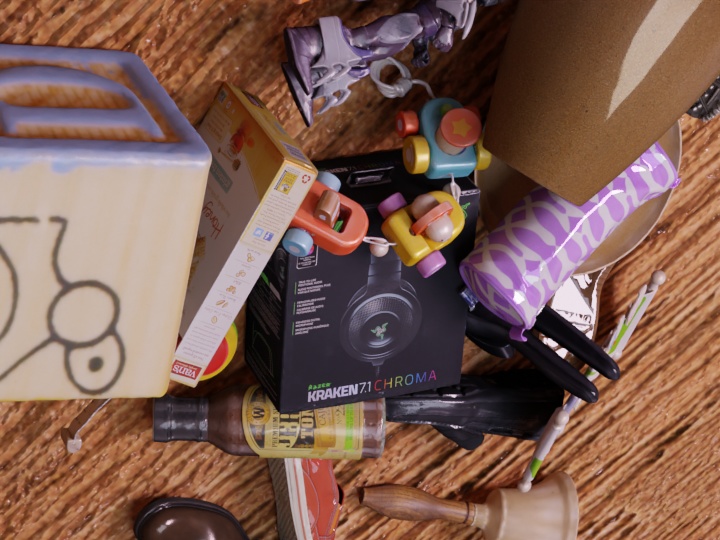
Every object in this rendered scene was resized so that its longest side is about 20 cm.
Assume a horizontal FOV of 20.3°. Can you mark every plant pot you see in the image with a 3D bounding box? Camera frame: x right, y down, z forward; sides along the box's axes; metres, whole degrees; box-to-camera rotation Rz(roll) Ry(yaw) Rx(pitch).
[{"bbox_3d":[0.186,-0.158,1.572,0.185,0.186,0.201,26,97,-35],"label":"plant pot"},{"bbox_3d":[0.180,-0.094,1.705,0.198,0.027,0.202,-8,110,-22],"label":"plant pot"}]

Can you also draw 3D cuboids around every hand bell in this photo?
[{"bbox_3d":[0.094,0.226,1.879,0.198,0.104,0.105,10,114,-18],"label":"hand bell"}]

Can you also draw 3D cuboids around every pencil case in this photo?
[{"bbox_3d":[0.171,-0.036,1.652,0.200,0.084,0.086,-45,106,-8],"label":"pencil case"}]

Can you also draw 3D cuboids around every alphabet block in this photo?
[{"bbox_3d":[-0.238,-0.037,1.477,0.193,0.197,0.202,2,118,-25],"label":"alphabet block"}]

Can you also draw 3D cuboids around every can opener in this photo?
[{"bbox_3d":[0.145,0.050,1.720,0.064,0.199,0.079,-55,137,-7],"label":"can opener"}]

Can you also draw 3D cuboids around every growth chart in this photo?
[{"bbox_3d":[0.207,0.095,1.804,0.200,0.018,0.145,-51,169,-32],"label":"growth chart"}]

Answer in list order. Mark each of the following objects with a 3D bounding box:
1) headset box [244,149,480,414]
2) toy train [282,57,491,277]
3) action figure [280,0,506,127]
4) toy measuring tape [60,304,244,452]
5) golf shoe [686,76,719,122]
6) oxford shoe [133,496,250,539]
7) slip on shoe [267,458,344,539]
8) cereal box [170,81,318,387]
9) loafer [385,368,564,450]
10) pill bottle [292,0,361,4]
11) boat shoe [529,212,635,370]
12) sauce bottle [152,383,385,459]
[{"bbox_3d":[0.000,0.000,1.680,0.172,0.093,0.202,-8,121,-23],"label":"headset box"},{"bbox_3d":[0.026,-0.081,1.585,0.149,0.056,0.201,32,63,-6],"label":"toy train"},{"bbox_3d":[0.036,-0.187,1.571,0.198,0.130,0.070,-25,85,-10],"label":"action figure"},{"bbox_3d":[-0.162,0.083,1.667,0.200,0.074,0.073,-48,127,7],"label":"toy measuring tape"},{"bbox_3d":[0.325,-0.224,1.713,0.097,0.078,0.202,-17,128,-51],"label":"golf shoe"},{"bbox_3d":[-0.120,0.266,1.787,0.073,0.085,0.200,-45,126,7],"label":"oxford shoe"},{"bbox_3d":[-0.041,0.217,1.806,0.061,0.074,0.202,-17,120,-19],"label":"slip on shoe"},{"bbox_3d":[-0.118,-0.029,1.573,0.039,0.144,0.201,21,107,-34],"label":"cereal box"},{"bbox_3d":[0.097,0.130,1.820,0.199,0.068,0.071,2,110,-31],"label":"loafer"},{"bbox_3d":[0.026,-0.271,1.523,0.199,0.106,0.107,-25,126,-11],"label":"pill bottle"},{"bbox_3d":[0.188,-0.009,1.786,0.071,0.072,0.202,12,91,-17],"label":"boat shoe"},{"bbox_3d":[-0.078,0.129,1.712,0.198,0.065,0.065,0,120,-6],"label":"sauce bottle"}]
